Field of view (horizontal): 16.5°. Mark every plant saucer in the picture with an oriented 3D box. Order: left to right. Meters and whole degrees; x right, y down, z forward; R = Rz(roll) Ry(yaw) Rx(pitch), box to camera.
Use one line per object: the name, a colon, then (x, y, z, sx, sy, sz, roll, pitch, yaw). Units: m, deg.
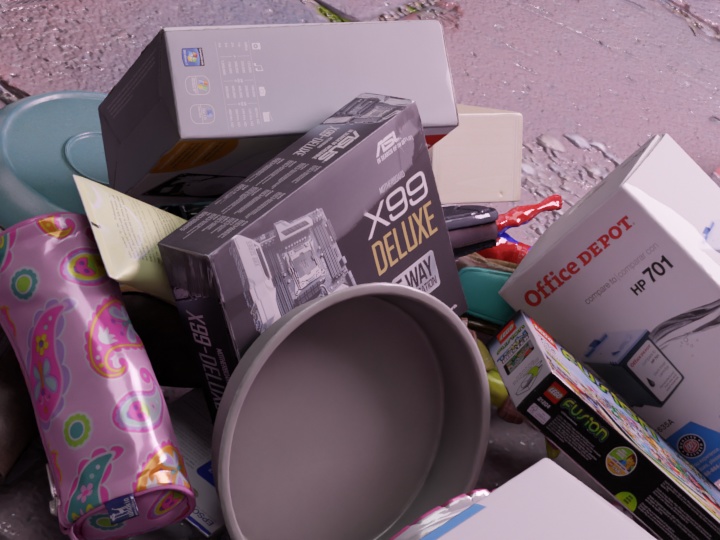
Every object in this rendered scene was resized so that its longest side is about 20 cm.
plant saucer: (-0.184, -0.072, 1.788, 0.199, 0.028, 0.201, 13, 37, -10)

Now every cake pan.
cake pan: (-0.010, 0.101, 1.518, 0.199, 0.202, 0.037, -8, 18, -34)

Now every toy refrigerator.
toy refrigerator: (0.033, -0.087, 1.803, 0.075, 0.071, 0.200, -3, 9, -29)

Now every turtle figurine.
turtle figurine: (0.065, 0.063, 1.681, 0.160, 0.065, 0.200, 22, 7, -19)

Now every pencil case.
pencil case: (-0.164, 0.067, 1.483, 0.087, 0.087, 0.201, -7, 66, -33)

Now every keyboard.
keyboard: (-0.089, -0.026, 1.672, 0.103, 0.040, 0.200, -1, 0, 2)

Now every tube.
tube: (-0.105, -0.003, 1.552, 0.058, 0.052, 0.200, 17, -4, 37)

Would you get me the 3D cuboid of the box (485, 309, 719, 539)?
box: (0.169, 0.117, 1.603, 0.200, 0.035, 0.110, 41, 10, -19)

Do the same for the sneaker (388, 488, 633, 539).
sneaker: (0.096, 0.191, 1.520, 0.199, 0.081, 0.089, 4, 55, -31)

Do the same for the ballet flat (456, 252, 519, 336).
ballet flat: (0.052, 0.006, 1.768, 0.199, 0.072, 0.068, 16, 80, -12)

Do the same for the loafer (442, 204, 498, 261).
loafer: (0.000, 0.000, 1.687, 0.199, 0.063, 0.072, -11, 9, -12)

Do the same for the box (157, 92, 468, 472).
box: (-0.026, 0.004, 1.560, 0.050, 0.159, 0.200, 13, 38, 41)

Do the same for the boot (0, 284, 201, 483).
boot: (-0.191, 0.077, 1.556, 0.199, 0.073, 0.167, 14, 44, 8)

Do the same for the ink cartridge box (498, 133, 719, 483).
ink cartridge box: (0.216, 0.031, 1.691, 0.200, 0.146, 0.086, 45, 42, -3)

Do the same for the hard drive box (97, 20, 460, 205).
hard drive box: (-0.057, -0.105, 1.669, 0.199, 0.156, 0.077, -5, 77, -23)

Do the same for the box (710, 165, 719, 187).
box: (0.356, -0.034, 1.932, 0.152, 0.107, 0.200, 32, 37, 16)

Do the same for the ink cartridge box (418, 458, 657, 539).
ink cartridge box: (0.085, 0.242, 1.358, 0.146, 0.201, 0.146, 37, 38, 24)

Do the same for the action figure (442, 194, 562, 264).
action figure: (0.144, -0.011, 1.835, 0.199, 0.065, 0.099, 27, 44, 7)

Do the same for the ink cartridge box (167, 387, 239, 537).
ink cartridge box: (-0.074, 0.111, 1.595, 0.094, 0.037, 0.200, 36, 36, 19)
